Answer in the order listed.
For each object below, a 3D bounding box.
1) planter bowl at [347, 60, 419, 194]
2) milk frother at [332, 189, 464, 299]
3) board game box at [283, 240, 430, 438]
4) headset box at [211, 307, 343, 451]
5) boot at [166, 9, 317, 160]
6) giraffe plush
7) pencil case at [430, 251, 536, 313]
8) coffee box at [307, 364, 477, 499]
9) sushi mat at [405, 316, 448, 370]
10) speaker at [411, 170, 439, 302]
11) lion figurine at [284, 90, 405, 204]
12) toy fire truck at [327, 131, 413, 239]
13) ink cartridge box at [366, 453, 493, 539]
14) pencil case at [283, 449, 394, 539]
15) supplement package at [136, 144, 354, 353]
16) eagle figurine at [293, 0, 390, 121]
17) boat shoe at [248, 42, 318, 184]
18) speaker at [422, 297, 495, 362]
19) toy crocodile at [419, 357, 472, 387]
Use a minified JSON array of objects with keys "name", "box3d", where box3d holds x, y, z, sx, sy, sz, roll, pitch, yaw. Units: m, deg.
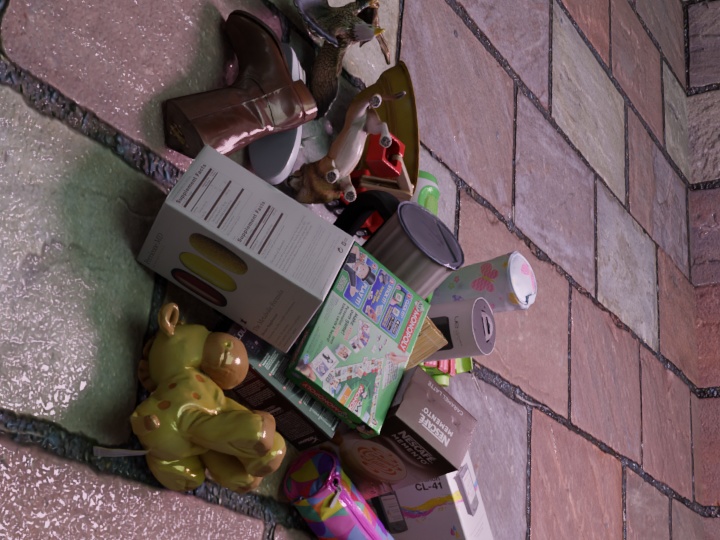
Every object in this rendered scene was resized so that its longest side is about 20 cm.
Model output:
[{"name":"planter bowl","box3d":[0.026,-0.202,1.609,0.200,0.082,0.203,174,-90,-81]},{"name":"milk frother","box3d":[0.000,0.000,1.447,0.181,0.188,0.200,46,27,7]},{"name":"board game box","box3d":[0.000,0.081,1.326,0.134,0.029,0.201,40,51,-19]},{"name":"headset box","box3d":[-0.092,0.092,1.318,0.200,0.075,0.149,44,50,-15]},{"name":"boot","box3d":[-0.174,-0.225,1.339,0.199,0.064,0.187,-28,72,-36]},{"name":"giraffe plush","box3d":[-0.178,0.132,1.186,0.198,0.173,0.164,14,54,-21]},{"name":"pencil case","box3d":[0.178,0.036,1.733,0.083,0.199,0.092,10,66,-51]},{"name":"coffee box","box3d":[0.037,0.209,1.393,0.114,0.199,0.080,41,51,-14]},{"name":"sushi mat","box3d":[0.016,0.127,1.471,0.096,0.199,0.012,51,6,-43]},{"name":"speaker","box3d":[0.077,-0.049,1.692,0.088,0.088,0.202,33,55,-51]},{"name":"lion figurine","box3d":[-0.018,-0.164,1.448,0.072,0.201,0.123,37,5,-23]},{"name":"toy fire truck","box3d":[0.023,-0.114,1.552,0.200,0.140,0.049,45,46,-50]},{"name":"ink cartridge box","box3d":[0.089,0.323,1.557,0.086,0.146,0.202,-40,115,-56]},{"name":"pencil case","box3d":[-0.026,0.321,1.428,0.201,0.088,0.089,59,38,-35]},{"name":"supplement package","box3d":[-0.128,-0.023,1.225,0.199,0.114,0.110,32,45,-5]},{"name":"eagle figurine","box3d":[-0.034,-0.325,1.532,0.152,0.151,0.200,50,54,-5]},{"name":"boat shoe","box3d":[-0.099,-0.194,1.457,0.086,0.074,0.204,44,39,-57]},{"name":"speaker","box3d":[0.090,0.091,1.564,0.081,0.198,0.082,23,62,-56]},{"name":"toy crocodile","box3d":[0.110,0.141,1.720,0.199,0.061,0.068,24,62,-54]}]
